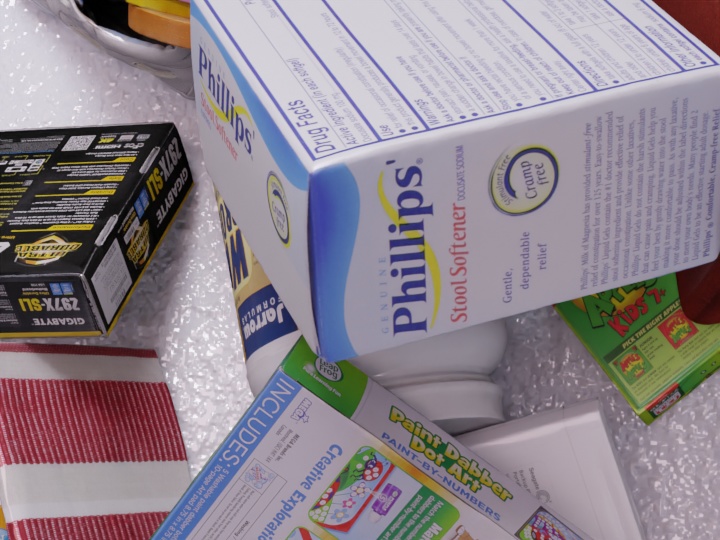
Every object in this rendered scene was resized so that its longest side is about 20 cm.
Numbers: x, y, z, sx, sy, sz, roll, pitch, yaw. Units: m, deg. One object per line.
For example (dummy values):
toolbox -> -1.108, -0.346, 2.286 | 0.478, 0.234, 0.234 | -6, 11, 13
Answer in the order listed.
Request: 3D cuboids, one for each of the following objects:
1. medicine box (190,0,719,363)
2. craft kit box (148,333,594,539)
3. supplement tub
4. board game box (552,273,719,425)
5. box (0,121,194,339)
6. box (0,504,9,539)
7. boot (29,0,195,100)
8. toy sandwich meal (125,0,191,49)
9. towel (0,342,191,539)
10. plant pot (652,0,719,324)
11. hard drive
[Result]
medicine box -> 0.041, -0.068, 0.845 | 0.199, 0.103, 0.182 | -14, 36, -14
craft kit box -> -0.004, 0.160, 0.929 | 0.197, 0.049, 0.200 | 38, 122, -1
supplement tub -> 0.000, 0.000, 0.993 | 0.144, 0.144, 0.201 | -15, 74, 13
board game box -> 0.200, -0.019, 0.989 | 0.200, 0.048, 0.102 | -39, 70, 5
box -> -0.216, -0.024, 1.064 | 0.199, 0.050, 0.160 | -2, 37, 18
box -> -0.168, 0.211, 1.012 | 0.041, 0.119, 0.201 | -15, 75, 13
boot -> -0.159, -0.178, 1.105 | 0.200, 0.096, 0.074 | 33, 89, 20
toy sandwich meal -> -0.031, -0.155, 1.021 | 0.204, 0.205, 0.071 | 16, 104, 19
towel -> -0.143, 0.137, 1.010 | 0.023, 0.144, 0.201 | -27, 70, 32
plant pot -> 0.239, -0.087, 0.864 | 0.199, 0.176, 0.201 | -9, 87, 8
hard drive -> 0.051, 0.155, 0.974 | 0.199, 0.027, 0.133 | -17, 107, 12
